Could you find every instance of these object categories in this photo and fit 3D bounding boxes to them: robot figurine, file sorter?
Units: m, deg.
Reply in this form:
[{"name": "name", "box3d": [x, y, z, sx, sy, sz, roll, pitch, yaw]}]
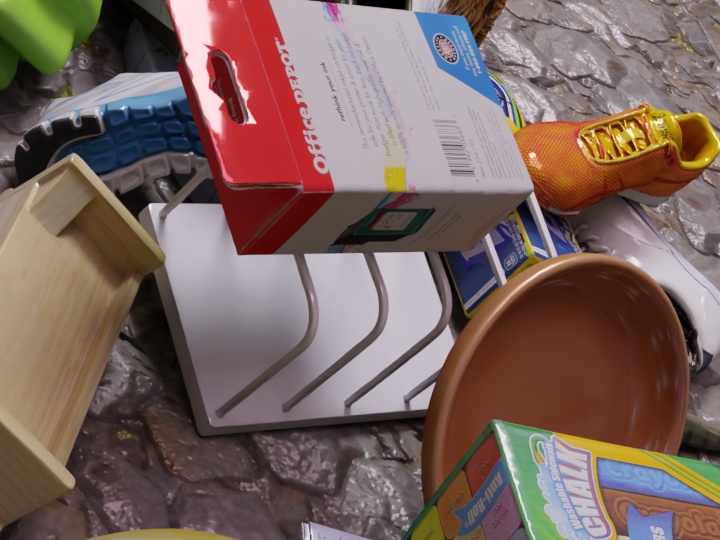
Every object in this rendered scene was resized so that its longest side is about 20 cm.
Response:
[{"name": "robot figurine", "box3d": [-0.210, -0.214, 1.099, 0.116, 0.174, 0.201, 44, 43, -45]}, {"name": "file sorter", "box3d": [0.000, 0.000, 1.014, 0.199, 0.124, 0.140, -1, 63, -39]}]

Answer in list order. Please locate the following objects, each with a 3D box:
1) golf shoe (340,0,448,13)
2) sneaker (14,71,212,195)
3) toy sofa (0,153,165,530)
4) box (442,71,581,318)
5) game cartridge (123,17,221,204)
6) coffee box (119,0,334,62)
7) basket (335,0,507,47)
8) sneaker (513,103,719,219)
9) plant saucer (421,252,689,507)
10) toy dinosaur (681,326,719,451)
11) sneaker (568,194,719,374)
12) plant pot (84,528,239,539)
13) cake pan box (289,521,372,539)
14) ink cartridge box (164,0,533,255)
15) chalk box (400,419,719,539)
[{"name": "golf shoe", "box3d": [0.023, -0.195, 1.132, 0.078, 0.098, 0.202, -2, 58, 7]}, {"name": "sneaker", "box3d": [-0.107, -0.095, 1.059, 0.198, 0.076, 0.087, -6, 31, -2]}, {"name": "toy sofa", "box3d": [-0.180, 0.040, 0.902, 0.083, 0.097, 0.201, 49, 30, -24]}, {"name": "box", "box3d": [0.087, -0.053, 1.208, 0.064, 0.070, 0.201, 22, 36, -38]}, {"name": "game cartridge", "box3d": [-0.075, -0.092, 1.160, 0.133, 0.041, 0.201, 0, 48, -43]}, {"name": "coffee box", "box3d": [-0.110, -0.218, 1.183, 0.112, 0.080, 0.200, -5, 33, -32]}, {"name": "basket", "box3d": [0.025, -0.251, 1.288, 0.200, 0.143, 0.149, 48, 7, 20]}, {"name": "sneaker", "box3d": [0.168, -0.084, 1.182, 0.199, 0.077, 0.073, -12, 65, -46]}, {"name": "plant saucer", "box3d": [0.107, 0.086, 0.997, 0.199, 0.202, 0.037, -1, 13, -39]}, {"name": "toy dinosaur", "box3d": [0.195, 0.082, 1.171, 0.199, 0.047, 0.089, 12, 56, -29]}, {"name": "sneaker", "box3d": [0.180, -0.007, 1.233, 0.200, 0.073, 0.071, 39, 28, 4]}, {"name": "plant pot", "box3d": [-0.071, 0.192, 0.733, 0.199, 0.201, 0.142, 37, 11, 4]}, {"name": "cake pan box", "box3d": [0.047, 0.229, 0.879, 0.183, 0.052, 0.201, 19, 39, -24]}, {"name": "ink cartridge box", "box3d": [-0.017, -0.074, 0.912, 0.199, 0.067, 0.117, -1, 62, -39]}, {"name": "chalk box", "box3d": [0.092, 0.163, 0.844, 0.199, 0.125, 0.125, 15, 39, -28]}]
